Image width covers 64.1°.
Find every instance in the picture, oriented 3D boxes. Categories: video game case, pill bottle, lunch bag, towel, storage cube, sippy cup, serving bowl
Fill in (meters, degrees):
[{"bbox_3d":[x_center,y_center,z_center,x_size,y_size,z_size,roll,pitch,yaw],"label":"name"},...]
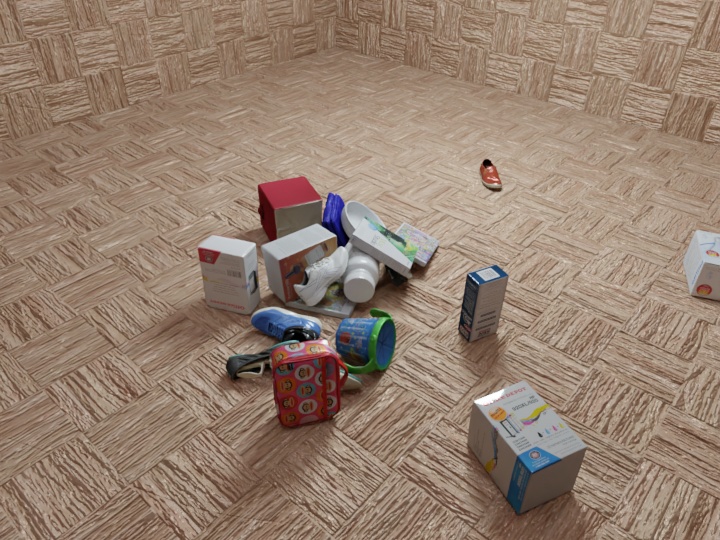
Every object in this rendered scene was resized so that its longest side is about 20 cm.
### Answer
[{"bbox_3d":[0.175,-0.089,1.894,0.143,0.018,0.200,30,30,7],"label":"video game case"},{"bbox_3d":[0.000,0.000,1.712,0.113,0.115,0.201,2,35,1],"label":"pill bottle"},{"bbox_3d":[-0.113,0.256,1.320,0.175,0.201,0.082,-9,32,-13],"label":"lunch bag"},{"bbox_3d":[-0.101,0.065,1.735,0.198,0.023,0.182,11,37,13],"label":"video game case"},{"bbox_3d":[-0.071,-0.165,1.952,0.049,0.148,0.201,-23,31,20],"label":"towel"},{"bbox_3d":[-0.239,-0.194,1.965,0.199,0.172,0.180,-14,40,-21],"label":"storage cube"},{"bbox_3d":[0.009,0.181,1.497,0.129,0.141,0.178,8,11,26],"label":"sippy cup"},{"bbox_3d":[0.007,-0.136,1.929,0.200,0.066,0.201,33,32,-24],"label":"serving bowl"}]

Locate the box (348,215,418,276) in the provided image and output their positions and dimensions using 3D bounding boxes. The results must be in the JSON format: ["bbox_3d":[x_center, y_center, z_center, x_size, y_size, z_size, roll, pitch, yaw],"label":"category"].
[{"bbox_3d":[0.073,-0.077,1.736,0.199,0.036,0.145,32,32,-2],"label":"box"}]

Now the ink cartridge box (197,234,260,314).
[{"bbox_3d":[-0.372,0.012,1.649,0.147,0.201,0.086,12,36,14],"label":"ink cartridge box"}]

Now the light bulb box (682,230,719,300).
[{"bbox_3d":[1.133,-0.007,1.782,0.197,0.126,0.200,12,36,14],"label":"light bulb box"}]

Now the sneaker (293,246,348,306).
[{"bbox_3d":[-0.109,0.007,1.650,0.200,0.087,0.074,-52,25,-13],"label":"sneaker"}]

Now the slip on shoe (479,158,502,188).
[{"bbox_3d":[0.533,-0.395,2.359,0.073,0.062,0.201,0,37,-4],"label":"slip on shoe"}]

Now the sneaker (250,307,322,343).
[{"bbox_3d":[-0.209,0.162,1.546,0.198,0.077,0.111,11,25,3],"label":"sneaker"}]

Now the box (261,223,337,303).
[{"bbox_3d":[-0.173,-0.023,1.703,0.199,0.153,0.106,-26,39,-28],"label":"box"}]

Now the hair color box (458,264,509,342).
[{"bbox_3d":[0.330,0.090,1.558,0.099,0.201,0.061,-15,39,-22],"label":"hair color box"}]

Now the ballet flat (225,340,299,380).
[{"bbox_3d":[-0.241,0.237,1.464,0.199,0.068,0.069,-15,47,-5],"label":"ballet flat"}]

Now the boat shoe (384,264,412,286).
[{"bbox_3d":[0.103,-0.015,1.813,0.060,0.076,0.200,-42,21,9],"label":"boat shoe"}]

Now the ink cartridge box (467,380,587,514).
[{"bbox_3d":[0.343,0.368,1.221,0.146,0.145,0.200,-15,38,-20],"label":"ink cartridge box"}]

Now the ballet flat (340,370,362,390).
[{"bbox_3d":[-0.092,0.261,1.429,0.199,0.070,0.070,26,41,14],"label":"ballet flat"}]
